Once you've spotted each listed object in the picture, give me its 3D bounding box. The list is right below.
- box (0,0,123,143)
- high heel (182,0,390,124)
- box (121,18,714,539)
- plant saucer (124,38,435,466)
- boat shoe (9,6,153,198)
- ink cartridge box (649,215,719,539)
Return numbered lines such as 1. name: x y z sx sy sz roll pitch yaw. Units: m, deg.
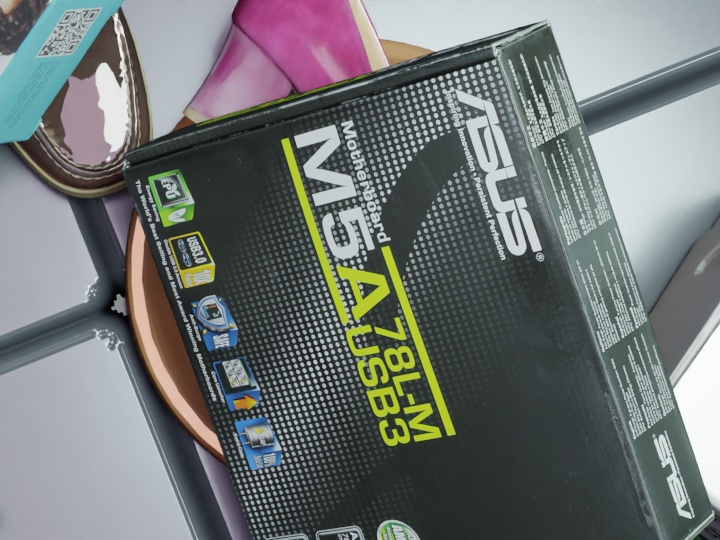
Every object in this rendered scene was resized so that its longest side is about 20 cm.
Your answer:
1. box: -0.189 -0.146 0.990 0.200 0.049 0.082 46 116 16
2. high heel: 0.031 -0.053 1.015 0.200 0.067 0.096 33 93 9
3. box: 0.018 0.024 0.953 0.047 0.193 0.201 -28 102 -48
4. plant saucer: 0.000 0.000 1.055 0.200 0.032 0.201 0 86 -6
5. boat shoe: -0.138 -0.127 1.026 0.072 0.072 0.201 -17 88 -8
6. ink cartridge box: 0.213 0.070 1.018 0.200 0.147 0.146 36 83 -2
